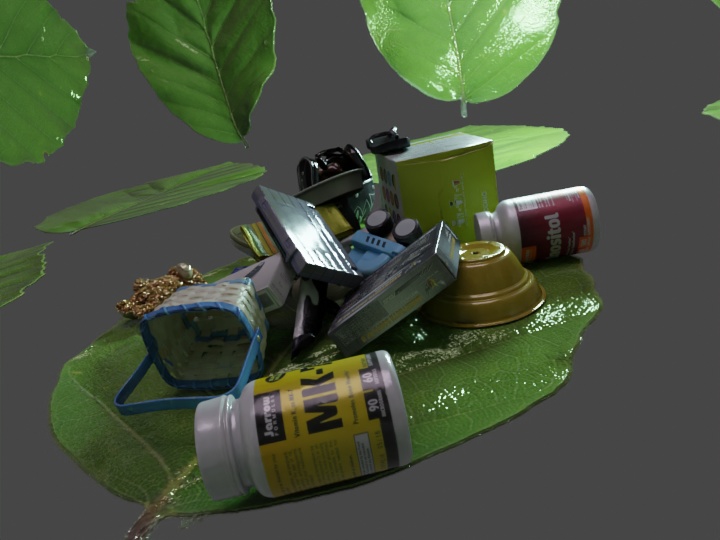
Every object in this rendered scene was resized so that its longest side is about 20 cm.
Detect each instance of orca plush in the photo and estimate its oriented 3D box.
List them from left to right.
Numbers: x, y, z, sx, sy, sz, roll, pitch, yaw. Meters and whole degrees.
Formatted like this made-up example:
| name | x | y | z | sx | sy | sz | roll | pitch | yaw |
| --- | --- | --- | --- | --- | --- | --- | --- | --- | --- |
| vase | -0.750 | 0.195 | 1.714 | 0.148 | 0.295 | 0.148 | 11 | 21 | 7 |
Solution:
| name | x | y | z | sx | sy | sz | roll | pitch | yaw |
| --- | --- | --- | --- | --- | --- | --- | --- | --- | --- |
| orca plush | -0.062 | 0.052 | 0.943 | 0.070 | 0.107 | 0.201 | 7 | 26 | -5 |

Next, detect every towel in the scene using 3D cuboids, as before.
| name | x | y | z | sx | sy | sz | roll | pitch | yaw |
| --- | --- | --- | --- | --- | --- | --- | --- | --- | --- |
| towel | -0.114 | -0.074 | 1.111 | 0.197 | 0.018 | 0.087 | -19 | 59 | -29 |

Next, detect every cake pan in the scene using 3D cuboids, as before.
| name | x | y | z | sx | sy | sz | roll | pitch | yaw |
| --- | --- | --- | --- | --- | --- | --- | --- | --- | --- |
| cake pan | -0.077 | -0.150 | 1.243 | 0.197 | 0.037 | 0.200 | -24 | 2 | 1 |

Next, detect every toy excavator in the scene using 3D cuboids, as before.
| name | x | y | z | sx | sy | sz | roll | pitch | yaw |
| --- | --- | --- | --- | --- | --- | --- | --- | --- | --- |
| toy excavator | 0.000 | 0.000 | 1.029 | 0.193 | 0.101 | 0.201 | 20 | 62 | 41 |

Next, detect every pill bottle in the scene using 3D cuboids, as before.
| name | x | y | z | sx | sy | sz | roll | pitch | yaw |
| --- | --- | --- | --- | --- | --- | --- | --- | --- | --- |
| pill bottle | -0.055 | 0.156 | 0.607 | 0.196 | 0.116 | 0.114 | -13 | 19 | -4 |
| pill bottle | 0.303 | -0.073 | 1.062 | 0.196 | 0.115 | 0.113 | -10 | 18 | 5 |

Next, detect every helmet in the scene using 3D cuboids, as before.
| name | x | y | z | sx | sy | sz | roll | pitch | yaw |
| --- | --- | --- | --- | --- | --- | --- | --- | --- | --- |
| helmet | -0.056 | -0.192 | 1.491 | 0.197 | 0.193 | 0.200 | -25 | -14 | -7 |

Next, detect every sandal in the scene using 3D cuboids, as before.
| name | x | y | z | sx | sy | sz | roll | pitch | yaw |
| --- | --- | --- | --- | --- | --- | --- | --- | --- | --- |
| sandal | -0.012 | -0.036 | 1.175 | 0.078 | 0.060 | 0.206 | -30 | 2 | -28 |
| sandal | 0.047 | -0.272 | 1.262 | 0.075 | 0.044 | 0.200 | -15 | 18 | -11 |

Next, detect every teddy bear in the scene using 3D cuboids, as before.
| name | x | y | z | sx | sy | sz | roll | pitch | yaw |
| --- | --- | --- | --- | --- | --- | --- | --- | --- | --- |
| teddy bear | -0.388 | 0.040 | 1.205 | 0.143 | 0.068 | 0.198 | 12 | 30 | 44 |

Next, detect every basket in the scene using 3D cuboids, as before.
| name | x | y | z | sx | sy | sz | roll | pitch | yaw |
| --- | --- | --- | --- | --- | --- | --- | --- | --- | --- |
| basket | -0.206 | 0.106 | 0.802 | 0.173 | 0.141 | 0.201 | -6 | 28 | 17 |

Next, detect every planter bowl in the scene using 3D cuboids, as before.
| name | x | y | z | sx | sy | sz | roll | pitch | yaw |
| --- | --- | --- | --- | --- | --- | --- | --- | --- | --- |
| planter bowl | 0.182 | 0.007 | 0.946 | 0.196 | 0.085 | 0.201 | -10 | 18 | 3 |

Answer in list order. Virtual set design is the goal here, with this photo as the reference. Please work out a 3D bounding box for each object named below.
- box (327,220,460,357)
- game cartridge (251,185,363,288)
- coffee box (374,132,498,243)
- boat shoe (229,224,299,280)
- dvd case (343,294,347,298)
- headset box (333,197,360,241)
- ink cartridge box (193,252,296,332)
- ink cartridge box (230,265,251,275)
| name | x | y | z | sx | sy | sz | roll | pitch | yaw |
| --- | --- | --- | --- | --- | --- | --- | --- | --- | --- |
| box | 0.053 | 0.023 | 0.889 | 0.199 | 0.048 | 0.159 | -38 | 10 | 21 |
| game cartridge | -0.089 | -0.054 | 0.970 | 0.128 | 0.039 | 0.201 | 10 | 34 | -42 |
| coffee box | 0.154 | -0.153 | 1.239 | 0.196 | 0.204 | 0.198 | -13 | 19 | -8 |
| boat shoe | -0.166 | -0.028 | 1.142 | 0.197 | 0.070 | 0.075 | 22 | 38 | 28 |
| dvd case | 0.007 | 0.015 | 1.127 | 0.196 | 0.018 | 0.143 | -5 | 21 | 20 |
| headset box | -0.105 | -0.070 | 1.252 | 0.198 | 0.076 | 0.148 | -22 | 7 | 44 |
| ink cartridge box | -0.186 | 0.021 | 0.975 | 0.197 | 0.045 | 0.177 | -22 | 28 | 25 |
| ink cartridge box | -0.211 | 0.042 | 1.133 | 0.092 | 0.045 | 0.200 | -7 | 19 | 7 |
